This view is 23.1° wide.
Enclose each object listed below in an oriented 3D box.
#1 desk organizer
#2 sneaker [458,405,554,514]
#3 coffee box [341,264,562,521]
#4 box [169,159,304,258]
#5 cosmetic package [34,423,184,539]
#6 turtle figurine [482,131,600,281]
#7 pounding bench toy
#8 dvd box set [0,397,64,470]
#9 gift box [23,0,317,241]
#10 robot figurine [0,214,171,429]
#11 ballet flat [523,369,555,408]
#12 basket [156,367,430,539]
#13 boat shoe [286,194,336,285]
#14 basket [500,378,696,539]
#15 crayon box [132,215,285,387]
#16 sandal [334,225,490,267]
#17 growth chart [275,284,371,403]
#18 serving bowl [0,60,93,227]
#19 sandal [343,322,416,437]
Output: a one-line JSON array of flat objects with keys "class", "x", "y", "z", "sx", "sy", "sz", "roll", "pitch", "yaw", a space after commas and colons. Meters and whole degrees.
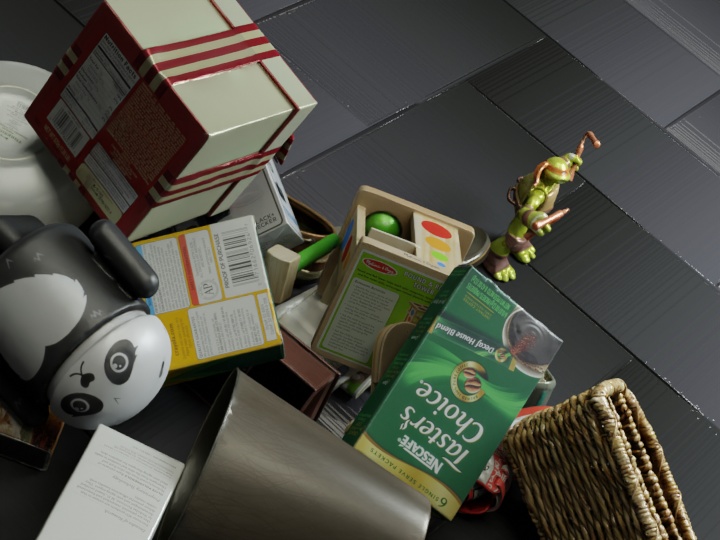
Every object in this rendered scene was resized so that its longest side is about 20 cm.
[{"class": "desk organizer", "x": -0.125, "y": 0.074, "z": 1.642, "sx": 0.200, "sy": 0.072, "sz": 0.077, "roll": 39, "pitch": 43, "yaw": 13}, {"class": "sneaker", "x": 0.140, "y": 0.185, "z": 1.680, "sx": 0.200, "sy": 0.068, "sz": 0.109, "roll": 9, "pitch": 44, "yaw": -17}, {"class": "coffee box", "x": 0.084, "y": 0.111, "z": 1.590, "sx": 0.123, "sy": 0.044, "sz": 0.201, "roll": 39, "pitch": 77, "yaw": -16}, {"class": "box", "x": -0.145, "y": -0.099, "z": 1.742, "sx": 0.201, "sy": 0.116, "sz": 0.060, "roll": 67, "pitch": 8, "yaw": 21}, {"class": "cosmetic package", "x": -0.221, "y": 0.234, "z": 1.390, "sx": 0.084, "sy": 0.108, "sz": 0.201, "roll": 26, "pitch": 41, "yaw": -4}, {"class": "turtle figurine", "x": 0.183, "y": -0.065, "z": 1.892, "sx": 0.064, "sy": 0.162, "sz": 0.200, "roll": 28, "pitch": 40, "yaw": 2}, {"class": "pounding bench toy", "x": 0.000, "y": 0.000, "z": 1.701, "sx": 0.198, "sy": 0.125, "sz": 0.156, "roll": 21, "pitch": 24, "yaw": -10}, {"class": "dvd box set", "x": -0.315, "y": 0.074, "z": 1.565, "sx": 0.145, "sy": 0.030, "sz": 0.201, "roll": 22, "pitch": 41, "yaw": -7}, {"class": "gift box", "x": -0.179, "y": -0.148, "z": 1.617, "sx": 0.186, "sy": 0.200, "sz": 0.185, "roll": -25, "pitch": 78, "yaw": -52}, {"class": "robot figurine", "x": -0.250, "y": 0.042, "z": 1.482, "sx": 0.124, "sy": 0.151, "sz": 0.200, "roll": -34, "pitch": 73, "yaw": -33}, {"class": "ballet flat", "x": 0.144, "y": 0.060, "z": 1.815, "sx": 0.067, "sy": 0.064, "sz": 0.201, "roll": -4, "pitch": 49, "yaw": -33}, {"class": "basket", "x": -0.051, "y": 0.203, "z": 1.503, "sx": 0.199, "sy": 0.136, "sz": 0.181, "roll": 26, "pitch": 55, "yaw": -9}, {"class": "boat shoe", "x": -0.107, "y": -0.067, "z": 1.798, "sx": 0.199, "sy": 0.074, "sz": 0.076, "roll": 31, "pitch": 39, "yaw": 4}, {"class": "basket", "x": 0.249, "y": 0.202, "z": 1.610, "sx": 0.142, "sy": 0.149, "sz": 0.201, "roll": -15, "pitch": 79, "yaw": -39}, {"class": "crayon box", "x": -0.177, "y": 0.037, "z": 1.578, "sx": 0.198, "sy": 0.052, "sz": 0.127, "roll": -13, "pitch": 71, "yaw": -5}, {"class": "sandal", "x": 0.053, "y": -0.038, "z": 1.863, "sx": 0.198, "sy": 0.055, "sz": 0.082, "roll": 3, "pitch": 30, "yaw": -23}, {"class": "growth chart", "x": -0.021, "y": 0.068, "z": 1.749, "sx": 0.199, "sy": 0.018, "sz": 0.145, "roll": -22, "pitch": 61, "yaw": -43}, {"class": "serving bowl", "x": -0.331, "y": -0.121, "z": 1.650, "sx": 0.198, "sy": 0.066, "sz": 0.202, "roll": 8, "pitch": 57, "yaw": -12}, {"class": "sandal", "x": 0.018, "y": 0.156, "z": 1.630, "sx": 0.077, "sy": 0.070, "sz": 0.214, "roll": 14, "pitch": 78, "yaw": -22}]
